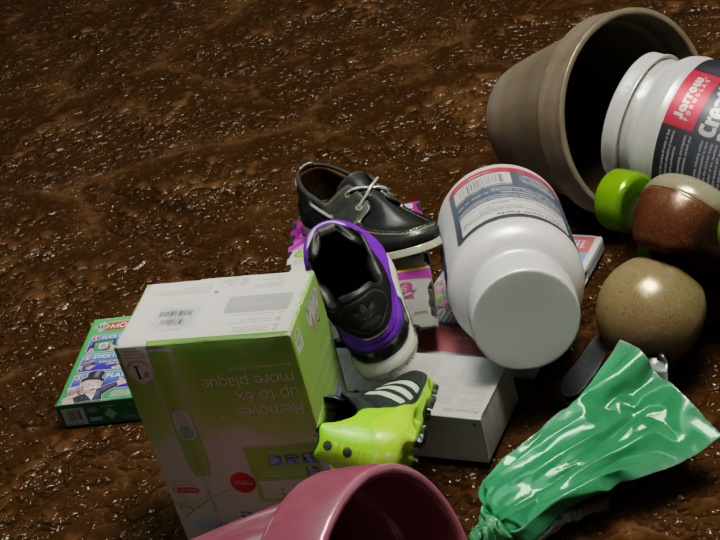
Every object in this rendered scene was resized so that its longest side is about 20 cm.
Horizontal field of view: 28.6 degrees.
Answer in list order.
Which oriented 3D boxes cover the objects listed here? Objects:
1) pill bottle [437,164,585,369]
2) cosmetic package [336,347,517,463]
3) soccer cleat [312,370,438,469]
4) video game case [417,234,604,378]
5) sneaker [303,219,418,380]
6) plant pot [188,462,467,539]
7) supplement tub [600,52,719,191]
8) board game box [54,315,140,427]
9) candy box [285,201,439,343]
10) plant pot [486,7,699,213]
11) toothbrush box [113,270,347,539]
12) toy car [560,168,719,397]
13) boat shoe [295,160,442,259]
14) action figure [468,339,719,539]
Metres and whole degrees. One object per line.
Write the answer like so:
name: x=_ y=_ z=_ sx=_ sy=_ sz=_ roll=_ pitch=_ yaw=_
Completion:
pill bottle: x=0.130 y=-0.001 z=1.209 sx=0.118 sy=0.121 sz=0.201 roll=-12 pitch=25 yaw=5
cosmetic package: x=0.027 y=0.112 z=1.197 sx=0.197 sy=0.051 sz=0.083 roll=3 pitch=33 yaw=26
soccer cleat: x=0.012 y=0.108 z=1.043 sx=0.080 sy=0.069 sz=0.200 roll=14 pitch=7 yaw=5
video game case: x=0.131 y=0.026 z=1.318 sx=0.141 sy=0.018 sz=0.200 roll=4 pitch=37 yaw=29
sneaker: x=-0.012 y=-0.006 z=1.147 sx=0.069 sy=0.100 sz=0.201 roll=-30 pitch=34 yaw=0
plant pot: x=-0.042 y=0.235 z=0.926 sx=0.177 sy=0.202 sz=0.201 roll=-11 pitch=29 yaw=34
supplement tub: x=0.329 y=-0.108 z=1.253 sx=0.198 sy=0.142 sz=0.140 roll=24 pitch=48 yaw=33
board game box: x=-0.178 y=0.086 z=1.345 sx=0.197 sy=0.029 sz=0.135 roll=-7 pitch=32 yaw=13
candy box: x=0.000 y=0.000 z=1.326 sx=0.134 sy=0.062 sz=0.200 roll=-9 pitch=20 yaw=2
plant pot: x=0.223 y=-0.156 z=1.421 sx=0.199 sy=0.202 sz=0.173 roll=-32 pitch=20 yaw=-25
toothbrush box: x=-0.088 y=0.110 z=1.109 sx=0.143 sy=0.202 sz=0.087 roll=-4 pitch=34 yaw=16
toy car: x=0.256 y=0.036 z=1.180 sx=0.163 sy=0.158 sz=0.202 roll=18 pitch=72 yaw=50
boat shoe: x=0.001 y=-0.054 z=1.285 sx=0.071 sy=0.069 sz=0.199 roll=-21 pitch=24 yaw=-27
action figure: x=0.161 y=0.151 z=1.074 sx=0.199 sy=0.055 sz=0.118 roll=-34 pitch=46 yaw=-12
